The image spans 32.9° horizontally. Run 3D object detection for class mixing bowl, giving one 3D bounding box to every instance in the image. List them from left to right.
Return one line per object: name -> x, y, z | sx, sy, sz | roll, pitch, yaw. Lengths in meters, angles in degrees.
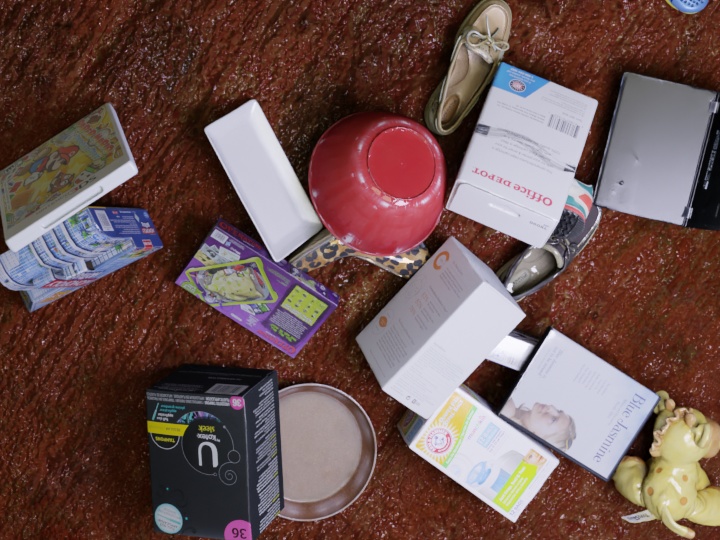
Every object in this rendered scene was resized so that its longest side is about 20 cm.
mixing bowl -> 0.039, -0.129, 1.613 | 0.197, 0.108, 0.204 | 3, 78, -17

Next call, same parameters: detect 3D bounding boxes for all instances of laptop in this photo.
laptop -> 0.445, -0.165, 1.727 | 0.198, 0.115, 0.190 | 2, 104, -50

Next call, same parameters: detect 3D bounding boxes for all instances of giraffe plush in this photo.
giraffe plush -> 0.447, 0.262, 1.723 | 0.171, 0.199, 0.165 | 22, 106, 32

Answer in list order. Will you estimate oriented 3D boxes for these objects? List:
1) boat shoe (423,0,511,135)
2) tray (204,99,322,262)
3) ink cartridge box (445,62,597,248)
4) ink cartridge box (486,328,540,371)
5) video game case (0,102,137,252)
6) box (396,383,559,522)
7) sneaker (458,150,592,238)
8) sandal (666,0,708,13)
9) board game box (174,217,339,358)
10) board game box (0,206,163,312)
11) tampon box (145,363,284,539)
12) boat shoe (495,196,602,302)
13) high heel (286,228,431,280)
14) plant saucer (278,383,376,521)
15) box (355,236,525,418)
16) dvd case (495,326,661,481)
boat shoe -> 0.153, -0.275, 1.658 | 0.072, 0.063, 0.203 | 22, 96, -11
tray -> -0.133, -0.120, 1.642 | 0.107, 0.022, 0.202 | -38, 104, -41
ink cartridge box -> 0.213, -0.153, 1.620 | 0.143, 0.084, 0.202 | 22, 64, 2
ink cartridge box -> 0.250, 0.123, 1.732 | 0.197, 0.094, 0.045 | 21, 97, -11
video game case -> -0.376, -0.123, 1.542 | 0.181, 0.200, 0.023 | -33, 124, -1
box -> 0.164, 0.246, 1.738 | 0.199, 0.101, 0.113 | 37, 93, -13
sneaker -> 0.233, -0.125, 1.702 | 0.198, 0.071, 0.094 | 27, 53, 9
sandal -> 0.441, -0.450, 1.658 | 0.078, 0.087, 0.203 | -15, 104, -7
board game box -> -0.141, 0.026, 1.663 | 0.199, 0.032, 0.120 | 34, 119, -13
board game box -> -0.383, -0.011, 1.580 | 0.198, 0.200, 0.062 | -28, 87, 11
tampon box -> -0.194, 0.244, 1.646 | 0.147, 0.126, 0.204 | 2, 102, 18
boat shoe -> 0.271, -0.025, 1.721 | 0.073, 0.065, 0.200 | 43, 90, -10
high heel -> 0.000, 0.000, 1.685 | 0.198, 0.071, 0.144 | -30, 105, -5
plant saucer -> -0.076, 0.255, 1.739 | 0.197, 0.034, 0.204 | -1, 100, -7
box -> 0.106, 0.077, 1.662 | 0.097, 0.125, 0.200 | 35, 104, -34
dvd case -> 0.303, 0.187, 1.694 | 0.198, 0.018, 0.144 | 31, 94, -14
